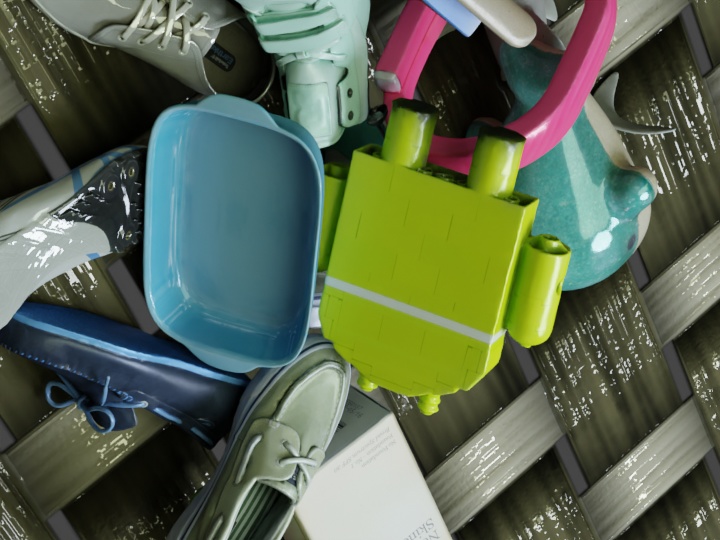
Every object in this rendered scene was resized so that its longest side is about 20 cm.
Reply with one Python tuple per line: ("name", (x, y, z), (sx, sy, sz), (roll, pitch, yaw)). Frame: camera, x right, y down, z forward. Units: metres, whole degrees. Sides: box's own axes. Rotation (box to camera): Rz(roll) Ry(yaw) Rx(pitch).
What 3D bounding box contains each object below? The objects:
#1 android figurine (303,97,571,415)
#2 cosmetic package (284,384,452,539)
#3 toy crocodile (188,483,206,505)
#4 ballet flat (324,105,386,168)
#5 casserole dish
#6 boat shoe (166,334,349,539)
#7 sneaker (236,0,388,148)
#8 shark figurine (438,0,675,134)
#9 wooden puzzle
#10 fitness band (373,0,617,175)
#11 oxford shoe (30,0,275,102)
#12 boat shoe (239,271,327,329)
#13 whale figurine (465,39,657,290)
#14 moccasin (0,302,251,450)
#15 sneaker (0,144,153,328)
("android figurine", (0.043, -0.004, 1.108), (0.041, 0.181, 0.202), (-33, 137, -62))
("cosmetic package", (0.004, 0.197, 1.280), (0.103, 0.073, 0.201), (-36, 121, -18))
("toy crocodile", (-0.081, 0.237, 1.239), (0.061, 0.067, 0.201), (-30, 119, -21))
("ballet flat", (0.015, -0.031, 1.169), (0.070, 0.067, 0.201), (-31, 85, -21))
("casserole dish", (-0.079, -0.027, 1.108), (0.039, 0.120, 0.202), (-55, 156, -54))
("boat shoe", (-0.058, 0.137, 1.146), (0.072, 0.062, 0.201), (36, 78, -34))
("sneaker", (-0.031, -0.137, 1.068), (0.200, 0.073, 0.120), (-5, 92, -74))
("shark figurine", (0.139, -0.157, 1.247), (0.128, 0.089, 0.215), (-41, 121, -14))
("wooden puzzle", (0.004, -0.219, 1.077), (0.185, 0.200, 0.046), (33, 103, -36))
("fitness band", (0.092, -0.151, 1.154), (0.201, 0.142, 0.038), (-65, 150, -24))
("oxford shoe", (-0.128, -0.162, 1.087), (0.199, 0.058, 0.076), (29, 90, -35))
("boat shoe", (0.000, 0.000, 1.216), (0.198, 0.072, 0.063), (-10, 106, -29))
("whale figurine", (0.133, -0.069, 1.224), (0.104, 0.158, 0.201), (-47, 144, -30))
("moccasin", (-0.154, 0.078, 1.134), (0.199, 0.080, 0.069), (23, 97, -35))
("sneaker", (-0.203, -0.027, 1.080), (0.200, 0.072, 0.072), (-37, 139, -35))
